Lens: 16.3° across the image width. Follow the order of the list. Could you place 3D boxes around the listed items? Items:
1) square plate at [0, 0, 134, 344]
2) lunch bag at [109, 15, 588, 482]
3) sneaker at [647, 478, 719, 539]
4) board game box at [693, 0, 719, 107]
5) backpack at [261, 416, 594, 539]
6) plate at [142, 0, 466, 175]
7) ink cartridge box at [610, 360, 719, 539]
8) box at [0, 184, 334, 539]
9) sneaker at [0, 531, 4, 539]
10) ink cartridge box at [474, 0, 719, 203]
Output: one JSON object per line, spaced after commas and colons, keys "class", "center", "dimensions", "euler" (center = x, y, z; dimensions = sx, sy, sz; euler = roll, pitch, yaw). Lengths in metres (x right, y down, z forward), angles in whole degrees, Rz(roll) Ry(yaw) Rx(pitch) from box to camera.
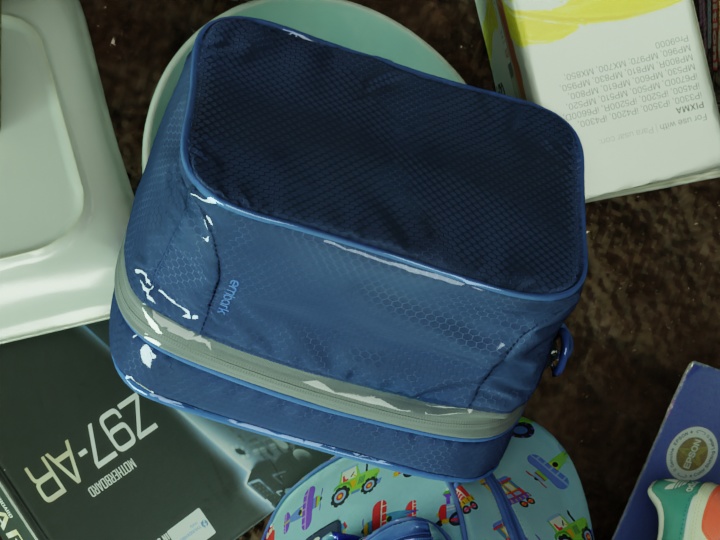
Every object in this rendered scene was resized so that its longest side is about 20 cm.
{"class": "square plate", "center": [-0.204, -0.043, 1.123], "dimensions": [0.198, 0.028, 0.200], "euler": [-13, 52, -9]}
{"class": "lunch bag", "center": [0.000, 0.000, 1.049], "dimensions": [0.199, 0.136, 0.133], "euler": [18, 129, -9]}
{"class": "sneaker", "center": [0.136, 0.185, 1.109], "dimensions": [0.093, 0.070, 0.200], "euler": [24, 105, 25]}
{"class": "board game box", "center": [0.232, -0.127, 1.127], "dimensions": [0.159, 0.200, 0.097], "euler": [-1, 91, -3]}
{"class": "backpack", "center": [0.020, 0.158, 1.087], "dimensions": [0.134, 0.182, 0.201], "euler": [16, 53, -38]}
{"class": "plate", "center": [-0.015, -0.032, 1.168], "dimensions": [0.200, 0.026, 0.201], "euler": [10, 70, -28]}
{"class": "ink cartridge box", "center": [0.202, 0.160, 1.160], "dimensions": [0.200, 0.043, 0.197], "euler": [17, 100, -28]}
{"class": "box", "center": [-0.092, 0.049, 1.150], "dimensions": [0.200, 0.044, 0.160], "euler": [-34, 92, -28]}
{"class": "sneaker", "center": [-0.169, 0.098, 1.161], "dimensions": [0.075, 0.090, 0.200], "euler": [33, 89, -3]}
{"class": "ink cartridge box", "center": [0.097, -0.131, 1.146], "dimensions": [0.083, 0.145, 0.201], "euler": [-14, 91, -2]}
